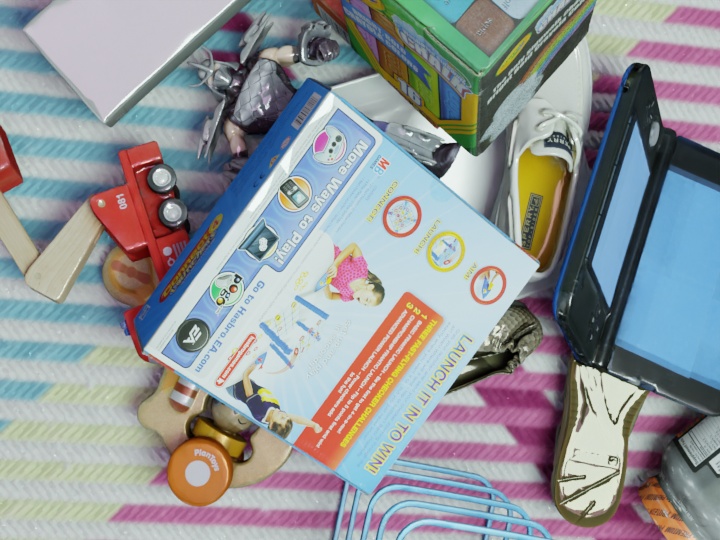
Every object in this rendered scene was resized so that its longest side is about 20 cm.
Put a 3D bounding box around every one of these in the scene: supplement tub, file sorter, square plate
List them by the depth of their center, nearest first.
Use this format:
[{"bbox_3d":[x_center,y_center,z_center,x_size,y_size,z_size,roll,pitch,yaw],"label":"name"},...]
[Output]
[{"bbox_3d":[0.056,0.219,0.824,0.136,0.200,0.125,11,92,-11],"label":"file sorter"},{"bbox_3d":[0.078,-0.067,0.884,0.197,0.028,0.202,-19,98,-8],"label":"square plate"},{"bbox_3d":[0.321,0.146,0.891,0.200,0.123,0.123,-42,102,12],"label":"supplement tub"}]

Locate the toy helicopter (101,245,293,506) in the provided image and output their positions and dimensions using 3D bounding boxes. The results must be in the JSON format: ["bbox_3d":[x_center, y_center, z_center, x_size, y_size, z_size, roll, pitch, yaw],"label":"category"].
[{"bbox_3d":[-0.115,0.061,0.842,0.131,0.079,0.202,-34,88,2],"label":"toy helicopter"}]

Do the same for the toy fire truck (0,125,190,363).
[{"bbox_3d":[-0.187,-0.022,0.801,0.139,0.049,0.203,-18,81,-9],"label":"toy fire truck"}]

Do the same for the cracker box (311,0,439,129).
[{"bbox_3d":[0.076,-0.223,0.830,0.200,0.058,0.134,-45,78,-2],"label":"cracker box"}]

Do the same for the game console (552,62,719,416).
[{"bbox_3d":[0.234,-0.020,0.847,0.116,0.171,0.203,13,74,25],"label":"game console"}]

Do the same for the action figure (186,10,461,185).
[{"bbox_3d":[-0.032,-0.104,0.815,0.197,0.069,0.132,26,96,-5],"label":"action figure"}]

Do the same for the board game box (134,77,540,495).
[{"bbox_3d":[-0.014,0.014,0.765,0.195,0.056,0.201,36,93,-25],"label":"board game box"}]

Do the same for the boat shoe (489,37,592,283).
[{"bbox_3d":[0.136,-0.090,0.839,0.070,0.070,0.204,12,89,-12],"label":"boat shoe"}]

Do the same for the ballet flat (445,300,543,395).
[{"bbox_3d":[0.048,0.080,0.872,0.197,0.047,0.068,-20,135,-6],"label":"ballet flat"}]

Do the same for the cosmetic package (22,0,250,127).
[{"bbox_3d":[-0.129,-0.194,0.794,0.200,0.107,0.090,-45,100,-1],"label":"cosmetic package"}]

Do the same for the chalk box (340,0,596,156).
[{"bbox_3d":[0.066,-0.179,0.691,0.124,0.200,0.125,42,84,12],"label":"chalk box"}]

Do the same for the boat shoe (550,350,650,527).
[{"bbox_3d":[0.193,0.099,0.914,0.072,0.063,0.205,12,87,0],"label":"boat shoe"}]
